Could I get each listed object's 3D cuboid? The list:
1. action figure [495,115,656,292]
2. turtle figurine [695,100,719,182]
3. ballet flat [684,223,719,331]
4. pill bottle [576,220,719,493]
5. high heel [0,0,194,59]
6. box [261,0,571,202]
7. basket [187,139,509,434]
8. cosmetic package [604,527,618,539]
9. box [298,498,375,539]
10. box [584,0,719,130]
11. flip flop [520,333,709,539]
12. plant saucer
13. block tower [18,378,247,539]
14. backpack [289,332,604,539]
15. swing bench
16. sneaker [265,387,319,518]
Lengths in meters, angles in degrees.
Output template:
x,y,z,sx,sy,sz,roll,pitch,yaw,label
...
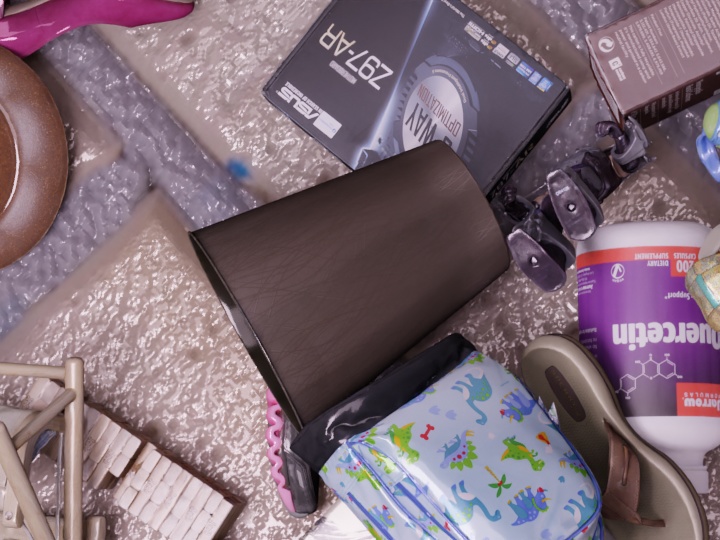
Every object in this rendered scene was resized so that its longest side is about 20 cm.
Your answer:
x,y,z,sx,sy,sz,roll,pitch,yaw,label
0.159,-0.061,1.428,0.130,0.200,0.069,-42,96,23,action figure
0.364,-0.097,1.397,0.192,0.200,0.145,12,53,-20,turtle figurine
0.286,-0.011,1.397,0.070,0.200,0.071,8,109,25,ballet flat
0.221,0.068,1.438,0.111,0.112,0.202,-3,83,9,pill bottle
-0.237,-0.199,1.584,0.198,0.068,0.097,6,112,6,high heel
0.044,-0.141,1.526,0.200,0.044,0.161,40,90,11,box
0.000,0.000,1.417,0.199,0.136,0.181,-29,67,-8,basket
0.165,0.252,1.409,0.199,0.090,0.107,28,53,1,cosmetic package
0.009,0.209,1.476,0.082,0.068,0.200,43,91,11,box
0.277,-0.183,1.468,0.199,0.100,0.075,-27,80,6,box
0.174,0.137,1.368,0.081,0.057,0.201,-38,81,40,flip flop
-0.339,-0.092,1.562,0.198,0.037,0.202,2,97,13,plant saucer
-0.182,0.158,1.520,0.199,0.054,0.058,34,90,11,block tower
0.078,0.152,1.331,0.163,0.154,0.201,-28,85,-34,backpack
-0.313,0.176,1.474,0.197,0.130,0.202,3,112,22,swing bench
-0.029,0.094,1.500,0.094,0.079,0.202,1,84,-3,sneaker
